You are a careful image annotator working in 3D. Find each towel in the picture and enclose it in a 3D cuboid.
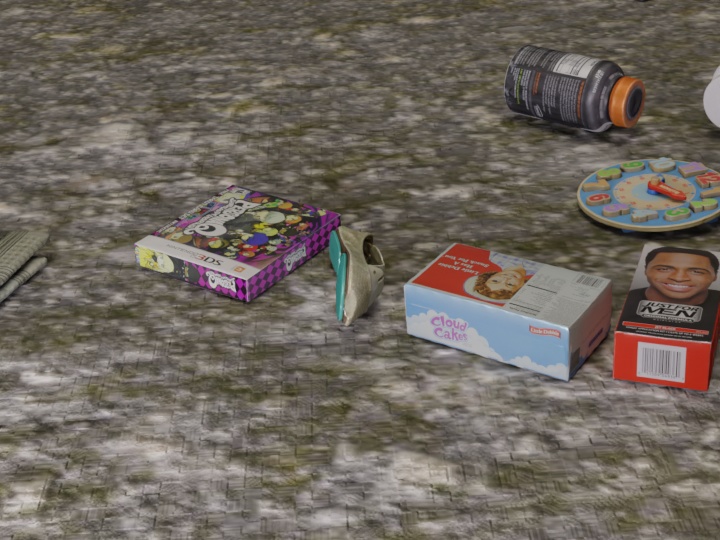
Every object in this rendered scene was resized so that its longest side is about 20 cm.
[{"bbox_3d":[-0.500,0.005,1.562,0.190,0.035,0.200,3,31,18],"label":"towel"}]

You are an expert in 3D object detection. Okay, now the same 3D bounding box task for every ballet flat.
[{"bbox_3d":[0.000,0.000,1.482,0.062,0.068,0.201,4,28,-7],"label":"ballet flat"}]

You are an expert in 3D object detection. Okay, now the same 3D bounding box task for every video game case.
[{"bbox_3d":[-0.151,-0.039,1.594,0.180,0.036,0.200,17,34,30],"label":"video game case"}]

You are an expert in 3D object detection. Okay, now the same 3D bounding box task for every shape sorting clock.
[{"bbox_3d":[0.382,-0.103,1.659,0.197,0.040,0.201,-2,28,1],"label":"shape sorting clock"}]

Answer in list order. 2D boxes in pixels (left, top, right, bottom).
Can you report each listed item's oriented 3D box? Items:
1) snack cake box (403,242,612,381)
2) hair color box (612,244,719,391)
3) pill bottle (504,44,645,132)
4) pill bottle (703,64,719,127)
[{"bbox_3d":[0.160,0.041,1.386,0.198,0.068,0.115,15,35,30],"label":"snack cake box"},{"bbox_3d":[0.336,0.046,1.366,0.100,0.062,0.200,6,29,18],"label":"hair color box"},{"bbox_3d":[0.321,-0.267,1.898,0.199,0.107,0.106,20,35,35],"label":"pill bottle"},{"bbox_3d":[0.588,-0.276,1.884,0.111,0.113,0.199,19,36,34],"label":"pill bottle"}]
